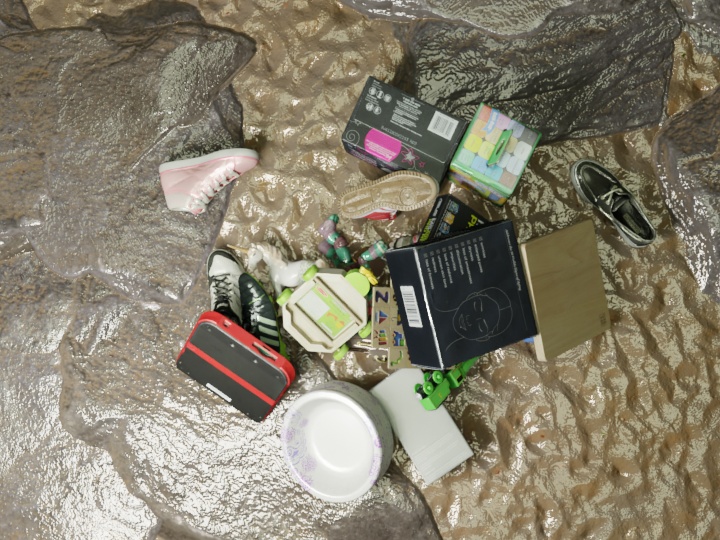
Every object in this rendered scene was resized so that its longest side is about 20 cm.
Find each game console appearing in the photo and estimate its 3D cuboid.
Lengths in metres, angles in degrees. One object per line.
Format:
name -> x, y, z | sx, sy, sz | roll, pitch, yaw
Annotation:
game console -> -0.226, 0.174, 1.579 | 0.198, 0.031, 0.178 | 35, 133, -2

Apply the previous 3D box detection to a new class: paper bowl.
paper bowl -> -0.034, 0.297, 1.560 | 0.197, 0.104, 0.205 | 5, 102, 25

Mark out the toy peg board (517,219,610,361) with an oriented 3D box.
toy peg board -> 0.333, 0.032, 1.557 | 0.198, 0.097, 0.203 | -18, 99, -38

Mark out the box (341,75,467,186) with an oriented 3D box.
box -> 0.080, -0.245, 1.607 | 0.197, 0.115, 0.134 | 26, 87, 4

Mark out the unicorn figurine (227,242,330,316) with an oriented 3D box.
unicorn figurine -> -0.135, 0.014, 1.611 | 0.196, 0.074, 0.141 | -4, 93, 15

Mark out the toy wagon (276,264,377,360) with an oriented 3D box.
toy wagon -> -0.044, 0.059, 1.530 | 0.155, 0.040, 0.199 | 44, 114, -11

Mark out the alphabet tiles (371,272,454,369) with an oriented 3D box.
alphabet tiles -> 0.108, 0.083, 1.508 | 0.196, 0.006, 0.170 | 3, 86, -25

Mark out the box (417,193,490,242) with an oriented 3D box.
box -> 0.169, -0.009, 1.569 | 0.159, 0.044, 0.203 | 31, 75, -21

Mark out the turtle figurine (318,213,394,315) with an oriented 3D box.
turtle figurine -> 0.000, 0.000, 1.576 | 0.100, 0.151, 0.200 | -27, 66, -36

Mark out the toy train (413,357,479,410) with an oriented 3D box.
toy train -> 0.166, 0.173, 1.564 | 0.200, 0.041, 0.057 | -42, 102, -35

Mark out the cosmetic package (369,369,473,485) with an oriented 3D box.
cosmetic package -> 0.108, 0.270, 1.584 | 0.106, 0.090, 0.202 | -31, 82, 0

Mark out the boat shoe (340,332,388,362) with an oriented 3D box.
boat shoe -> 0.027, 0.134, 1.593 | 0.196, 0.072, 0.061 | 11, 79, 17

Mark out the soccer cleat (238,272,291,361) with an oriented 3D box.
soccer cleat -> -0.187, 0.104, 1.586 | 0.080, 0.067, 0.204 | -30, 112, -34

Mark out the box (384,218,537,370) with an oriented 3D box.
box -> 0.168, 0.038, 1.466 | 0.193, 0.124, 0.204 | -15, 94, -22

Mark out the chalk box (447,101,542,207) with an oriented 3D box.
chalk box -> 0.233, -0.205, 1.551 | 0.122, 0.200, 0.126 | 28, 88, 5

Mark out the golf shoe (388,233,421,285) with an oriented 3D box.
golf shoe -> 0.101, 0.036, 1.617 | 0.091, 0.072, 0.205 | -8, 91, 35

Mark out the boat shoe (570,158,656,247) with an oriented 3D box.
boat shoe -> 0.465, -0.128, 1.599 | 0.071, 0.064, 0.200 | -43, 85, 0

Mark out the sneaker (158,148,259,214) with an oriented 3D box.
sneaker -> -0.278, -0.161, 1.642 | 0.196, 0.075, 0.107 | -10, 81, 10

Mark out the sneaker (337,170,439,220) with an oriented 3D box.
sneaker -> 0.068, -0.134, 1.582 | 0.197, 0.112, 0.073 | -8, 88, 31

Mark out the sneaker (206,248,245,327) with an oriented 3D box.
sneaker -> -0.243, 0.056, 1.619 | 0.074, 0.088, 0.204 | -14, 84, 4
